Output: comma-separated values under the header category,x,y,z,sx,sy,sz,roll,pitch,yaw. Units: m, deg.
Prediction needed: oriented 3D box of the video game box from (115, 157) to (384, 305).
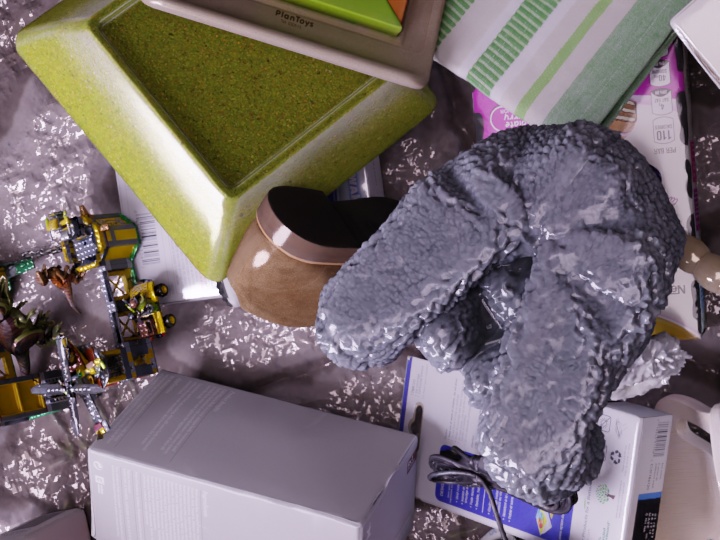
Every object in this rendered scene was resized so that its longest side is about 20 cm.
category,x,y,z,sx,sy,sz,roll,pitch,yaw
video game box,-0.079,-0.084,1.061,0.181,0.047,0.201,-7,92,18

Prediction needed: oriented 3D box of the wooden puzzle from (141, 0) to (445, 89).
category,x,y,z,sx,sy,sz,roll,pitch,yaw
wooden puzzle,-0.025,-0.226,0.952,0.184,0.037,0.201,16,71,-11

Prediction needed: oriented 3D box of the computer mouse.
category,x,y,z,sx,sy,sz,roll,pitch,yaw
computer mouse,0.110,0.202,0.956,0.109,0.044,0.201,-8,100,47

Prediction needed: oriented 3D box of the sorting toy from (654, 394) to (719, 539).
category,x,y,z,sx,sy,sz,roll,pitch,yaw
sorting toy,0.216,0.166,0.937,0.106,0.200,0.181,-11,90,-5

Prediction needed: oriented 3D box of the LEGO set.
category,x,y,z,sx,sy,sz,roll,pitch,yaw
LEGO set,-0.238,0.041,1.053,0.199,0.116,0.154,-8,90,33

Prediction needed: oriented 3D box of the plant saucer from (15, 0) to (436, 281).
category,x,y,z,sx,sy,sz,roll,pitch,yaw
plant saucer,-0.077,-0.131,0.961,0.200,0.048,0.200,-40,89,-19

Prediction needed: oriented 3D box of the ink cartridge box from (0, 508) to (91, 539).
category,x,y,z,sx,sy,sz,roll,pitch,yaw
ink cartridge box,-0.228,0.270,1.050,0.045,0.200,0.177,-14,90,17

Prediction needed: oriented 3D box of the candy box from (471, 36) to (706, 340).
category,x,y,z,sx,sy,sz,roll,pitch,yaw
candy box,0.147,-0.053,0.992,0.136,0.061,0.201,-5,93,16

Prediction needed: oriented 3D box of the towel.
category,x,y,z,sx,sy,sz,roll,pitch,yaw
towel,0.110,-0.177,0.961,0.200,0.023,0.153,38,88,32

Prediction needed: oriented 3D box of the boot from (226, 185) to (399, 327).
category,x,y,z,sx,sy,sz,roll,pitch,yaw
boot,0.000,0.000,0.986,0.076,0.199,0.074,-53,48,27

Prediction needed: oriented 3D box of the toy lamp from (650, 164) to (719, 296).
category,x,y,z,sx,sy,sz,roll,pitch,yaw
toy lamp,0.197,-0.006,0.901,0.200,0.058,0.058,43,105,26

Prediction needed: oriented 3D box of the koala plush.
category,x,y,z,sx,sy,sz,roll,pitch,yaw
koala plush,0.107,0.018,0.870,0.177,0.200,0.184,36,93,21

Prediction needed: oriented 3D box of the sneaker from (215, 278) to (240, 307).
category,x,y,z,sx,sy,sz,roll,pitch,yaw
sneaker,-0.081,-0.081,1.013,0.080,0.074,0.201,-17,88,-8

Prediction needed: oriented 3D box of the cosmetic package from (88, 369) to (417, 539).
category,x,y,z,sx,sy,sz,roll,pitch,yaw
cosmetic package,-0.070,0.145,1.029,0.199,0.107,0.091,16,123,19

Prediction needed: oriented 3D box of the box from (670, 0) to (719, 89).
category,x,y,z,sx,sy,sz,roll,pitch,yaw
box,0.244,-0.136,0.885,0.095,0.200,0.078,-40,83,15

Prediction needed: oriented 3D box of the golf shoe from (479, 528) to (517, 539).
category,x,y,z,sx,sy,sz,roll,pitch,yaw
golf shoe,0.070,0.214,1.036,0.199,0.078,0.098,9,85,7

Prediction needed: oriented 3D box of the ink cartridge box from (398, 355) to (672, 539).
category,x,y,z,sx,sy,sz,roll,pitch,yaw
ink cartridge box,0.106,0.119,1.001,0.200,0.039,0.100,14,99,45
